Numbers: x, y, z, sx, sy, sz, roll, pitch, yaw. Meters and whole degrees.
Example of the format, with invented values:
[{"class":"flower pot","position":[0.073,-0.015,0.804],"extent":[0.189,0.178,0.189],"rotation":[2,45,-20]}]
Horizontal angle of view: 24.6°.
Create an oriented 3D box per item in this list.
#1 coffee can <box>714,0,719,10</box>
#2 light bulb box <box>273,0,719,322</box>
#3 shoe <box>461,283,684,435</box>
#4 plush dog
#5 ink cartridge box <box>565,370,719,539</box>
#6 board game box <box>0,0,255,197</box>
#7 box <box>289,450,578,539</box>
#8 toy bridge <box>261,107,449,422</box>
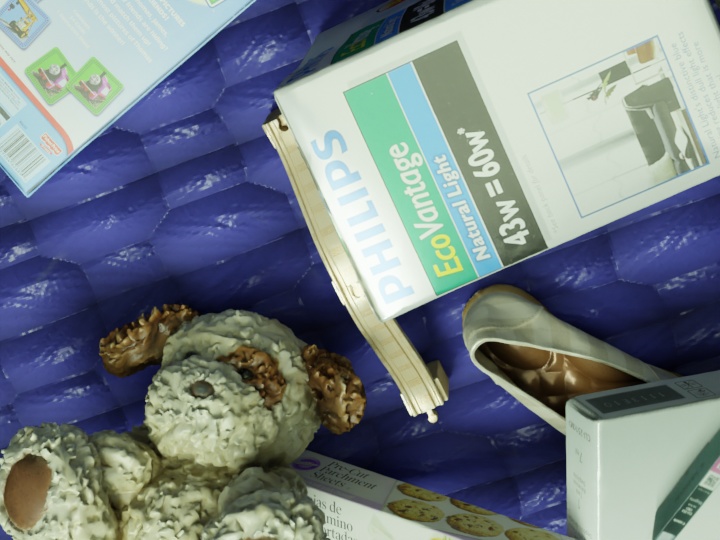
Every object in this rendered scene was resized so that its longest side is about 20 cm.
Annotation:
[{"class":"coffee can","position":[0.239,-0.227,0.806],"extent":[0.199,0.146,0.147],"rotation":[-30,103,13]},{"class":"light bulb box","position":[0.078,-0.092,0.833],"extent":[0.199,0.198,0.126],"rotation":[-23,102,10]},{"class":"shoe","position":[0.144,0.080,0.958],"extent":[0.199,0.053,0.070],"rotation":[30,107,-5]},{"class":"plush dog","position":[-0.081,0.105,0.937],"extent":[0.199,0.161,0.173],"rotation":[14,73,21]},{"class":"ink cartridge box","position":[0.214,0.143,0.940],"extent":[0.198,0.044,0.175],"rotation":[-9,107,-18]},{"class":"board game box","position":[-0.161,-0.162,0.915],"extent":[0.200,0.037,0.152],"rotation":[-37,101,16]},{"class":"box","position":[0.034,0.152,0.944],"extent":[0.199,0.041,0.039],"rotation":[14,114,35]},{"class":"toy bridge","position":[0.000,0.000,0.937],"extent":[0.027,0.067,0.201],"rotation":[-24,104,11]}]
